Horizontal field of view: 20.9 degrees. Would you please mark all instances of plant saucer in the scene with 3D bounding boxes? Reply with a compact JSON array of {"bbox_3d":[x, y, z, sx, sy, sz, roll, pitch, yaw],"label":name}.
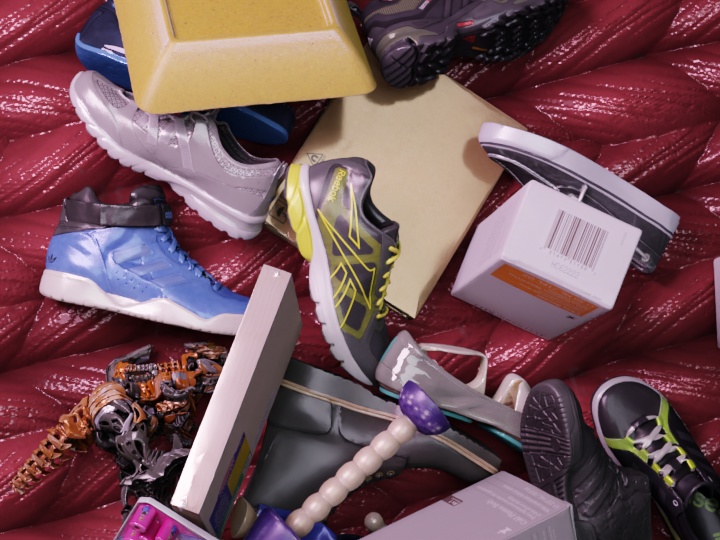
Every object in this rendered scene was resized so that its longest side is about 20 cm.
[{"bbox_3d":[-0.100,-0.218,1.623,0.198,0.049,0.201,-6,45,-12],"label":"plant saucer"}]

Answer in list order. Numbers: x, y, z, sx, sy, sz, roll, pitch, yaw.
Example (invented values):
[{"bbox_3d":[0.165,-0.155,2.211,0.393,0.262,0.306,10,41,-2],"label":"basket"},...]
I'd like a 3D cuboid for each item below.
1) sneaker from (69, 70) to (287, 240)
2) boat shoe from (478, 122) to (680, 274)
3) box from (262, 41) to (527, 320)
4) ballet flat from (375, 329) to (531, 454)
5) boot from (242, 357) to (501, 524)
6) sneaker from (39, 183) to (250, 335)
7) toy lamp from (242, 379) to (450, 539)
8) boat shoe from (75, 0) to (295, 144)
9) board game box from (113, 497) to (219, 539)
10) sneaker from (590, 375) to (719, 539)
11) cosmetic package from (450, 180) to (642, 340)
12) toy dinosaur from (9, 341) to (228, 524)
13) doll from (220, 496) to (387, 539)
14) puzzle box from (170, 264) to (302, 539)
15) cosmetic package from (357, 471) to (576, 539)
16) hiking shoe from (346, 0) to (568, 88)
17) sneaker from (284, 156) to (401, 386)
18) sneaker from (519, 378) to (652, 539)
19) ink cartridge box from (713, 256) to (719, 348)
[{"bbox_3d":[-0.150,-0.114,1.631,0.199,0.075,0.082,34,108,-6],"label":"sneaker"},{"bbox_3d":[0.180,-0.060,1.686,0.198,0.073,0.069,28,84,-22],"label":"boat shoe"},{"bbox_3d":[0.029,-0.083,1.693,0.163,0.021,0.201,33,77,-3],"label":"box"},{"bbox_3d":[0.106,0.107,1.632,0.199,0.067,0.064,26,89,-20],"label":"ballet flat"},{"bbox_3d":[0.005,0.172,1.633,0.198,0.077,0.140,22,88,0],"label":"boot"},{"bbox_3d":[-0.159,-0.013,1.624,0.198,0.077,0.112,12,89,0],"label":"sneaker"},{"bbox_3d":[-0.017,0.172,1.543,0.200,0.058,0.058,-43,89,-9],"label":"toy lamp"},{"bbox_3d":[-0.141,-0.174,1.652,0.199,0.084,0.069,26,69,-5],"label":"boat shoe"},{"bbox_3d":[-0.121,0.283,1.527,0.199,0.200,0.026,33,47,-2],"label":"board game box"},{"bbox_3d":[0.274,0.171,1.659,0.071,0.083,0.201,-36,88,-13],"label":"sneaker"},{"bbox_3d":[0.149,-0.005,1.608,0.101,0.200,0.072,24,79,-4],"label":"cosmetic package"},{"bbox_3d":[-0.186,0.135,1.603,0.199,0.102,0.136,-35,64,2],"label":"toy dinosaur"},{"bbox_3d":[-0.025,0.258,1.606,0.199,0.048,0.137,23,98,-18],"label":"doll"},{"bbox_3d":[-0.095,0.109,1.528,0.025,0.133,0.202,18,72,8],"label":"puzzle box"},{"bbox_3d":[0.067,0.245,1.553,0.199,0.107,0.091,-20,111,-26],"label":"cosmetic package"},{"bbox_3d":[0.088,-0.232,1.696,0.198,0.076,0.101,-18,61,-27],"label":"hiking shoe"},{"bbox_3d":[0.000,0.000,1.620,0.084,0.075,0.202,-16,105,12],"label":"sneaker"},{"bbox_3d":[0.194,0.177,1.618,0.104,0.060,0.202,-17,104,-38],"label":"sneaker"},{"bbox_3d":[0.420,0.020,1.675,0.198,0.145,0.085,0,82,-8],"label":"ink cartridge box"}]
